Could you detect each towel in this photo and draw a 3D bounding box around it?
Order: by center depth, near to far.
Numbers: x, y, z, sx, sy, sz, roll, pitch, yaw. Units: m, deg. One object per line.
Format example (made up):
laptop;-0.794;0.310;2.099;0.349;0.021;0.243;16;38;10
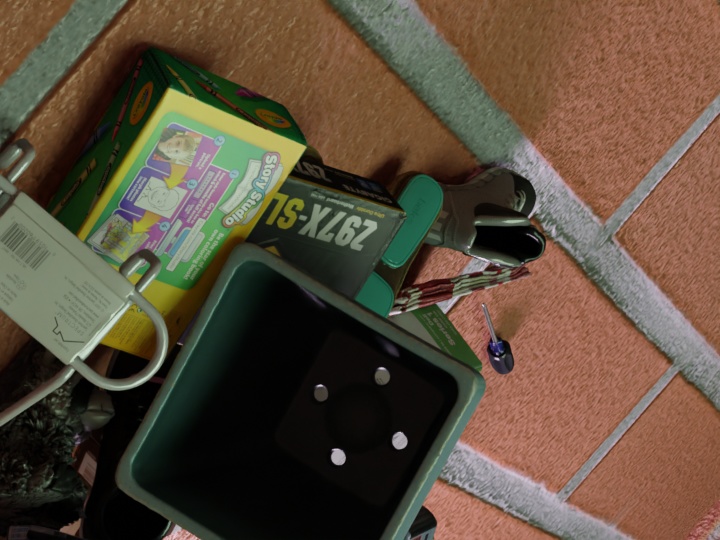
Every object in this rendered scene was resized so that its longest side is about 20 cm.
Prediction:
towel;0.042;0.025;1.896;0.144;0.023;0.200;-17;178;38

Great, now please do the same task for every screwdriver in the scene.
screwdriver;0.141;0.065;2.215;0.200;0.028;0.029;71;33;-63

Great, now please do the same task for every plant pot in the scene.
plant pot;-0.024;0.111;1.535;0.197;0.196;0.200;-61;168;5

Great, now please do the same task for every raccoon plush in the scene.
raccoon plush;-0.277;0.116;1.545;0.200;0.134;0.097;4;150;-22

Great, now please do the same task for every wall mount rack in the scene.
wall mount rack;-0.230;0.019;1.370;0.200;0.075;0.174;43;86;-22

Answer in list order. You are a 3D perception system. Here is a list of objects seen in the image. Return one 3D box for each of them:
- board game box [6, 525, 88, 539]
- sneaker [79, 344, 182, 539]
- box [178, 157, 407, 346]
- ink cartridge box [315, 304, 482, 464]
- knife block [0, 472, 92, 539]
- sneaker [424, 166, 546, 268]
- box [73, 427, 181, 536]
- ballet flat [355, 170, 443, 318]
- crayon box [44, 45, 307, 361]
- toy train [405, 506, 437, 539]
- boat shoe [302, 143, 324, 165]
board game box;-0.190;0.228;1.523;0.200;0.200;0.062;25;66;-35
sneaker;-0.159;0.127;1.591;0.099;0.071;0.201;178;-74;-72
box;-0.085;-0.013;1.585;0.200;0.049;0.160;16;114;-39
ink cartridge box;-0.005;0.117;1.941;0.200;0.084;0.145;-14;152;-53
knife block;-0.297;0.250;1.681;0.200;0.064;0.176;-39;156;-21
sneaker;0.129;-0.038;1.902;0.200;0.115;0.075;-13;121;-53
box;-0.155;0.165;1.803;0.200;0.075;0.100;-23;146;-48
ballet flat;0.000;0.000;1.783;0.072;0.068;0.200;-14;-138;58
crayon box;-0.141;-0.041;1.456;0.119;0.058;0.200;21;112;-35
toy train;0.003;0.321;2.321;0.200;0.085;0.114;-17;130;-47
boat shoe;-0.073;-0.028;1.673;0.073;0.063;0.201;-26;143;-28
